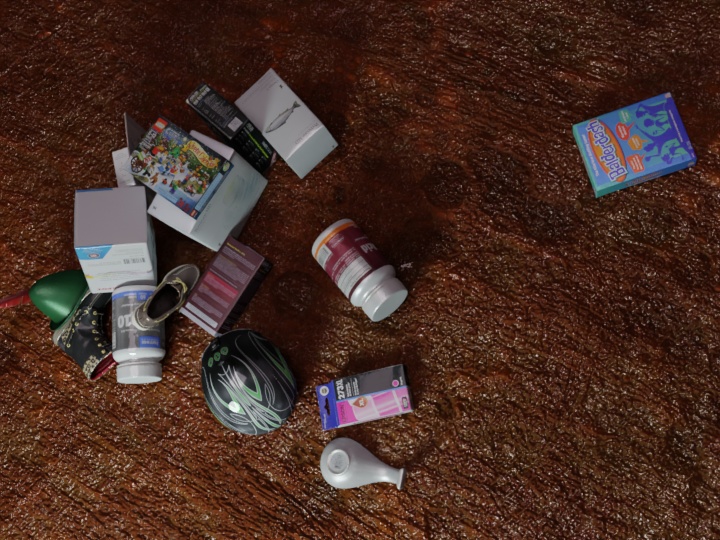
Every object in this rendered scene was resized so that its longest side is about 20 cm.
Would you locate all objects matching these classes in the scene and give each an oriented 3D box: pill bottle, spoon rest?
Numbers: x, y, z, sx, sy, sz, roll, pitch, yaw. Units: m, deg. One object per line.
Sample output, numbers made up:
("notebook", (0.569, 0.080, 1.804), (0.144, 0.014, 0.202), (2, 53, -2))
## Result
("pill bottle", (0.000, 0.000, 1.665), (0.114, 0.114, 0.200), (-42, 70, 3))
("spoon rest", (0.007, 0.395, 1.604), (0.199, 0.061, 0.100), (8, 77, 31))
("pill bottle", (-0.486, 0.142, 1.768), (0.113, 0.114, 0.201), (-10, 74, 13))

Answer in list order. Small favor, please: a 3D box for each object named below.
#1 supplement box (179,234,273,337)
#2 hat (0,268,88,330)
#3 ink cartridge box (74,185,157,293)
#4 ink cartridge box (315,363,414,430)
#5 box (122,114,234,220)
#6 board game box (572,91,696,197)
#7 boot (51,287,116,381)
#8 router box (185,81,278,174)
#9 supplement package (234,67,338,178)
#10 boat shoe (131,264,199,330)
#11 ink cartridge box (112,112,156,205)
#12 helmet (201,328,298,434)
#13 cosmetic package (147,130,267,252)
("supplement box", (-0.293, 0.037, 1.768), (0.109, 0.061, 0.201), (33, 88, 20))
("hat", (-0.720, 0.028, 1.793), (0.165, 0.176, 0.201), (-19, 45, 47))
("ink cartridge box", (-0.524, -0.063, 1.740), (0.146, 0.200, 0.147), (-5, 62, -10))
("ink cartridge box", (0.005, 0.259, 1.643), (0.199, 0.037, 0.095), (-15, 73, 14))
("box", (-0.375, -0.213, 1.651), (0.199, 0.038, 0.137), (33, 88, 21))
("board game box", (0.543, -0.251, 1.609), (0.199, 0.045, 0.153), (-19, 72, 12))
("boot", (-0.593, 0.136, 1.822), (0.200, 0.073, 0.151), (-47, 68, 5))
("router box", (-0.279, -0.310, 1.775), (0.150, 0.200, 0.062), (40, 86, 20))
("supplement package", (-0.163, -0.326, 1.791), (0.117, 0.117, 0.200), (-42, 70, 1))
("boat shoe", (-0.411, 0.051, 1.748), (0.059, 0.200, 0.072), (-22, 110, 47))
("ink cartridge box", (-0.490, -0.232, 1.816), (0.044, 0.200, 0.177), (-17, 72, 8))
("helmet", (-0.225, 0.235, 1.641), (0.200, 0.200, 0.191), (-38, 53, 4))
("cosmetic package", (-0.326, -0.163, 1.753), (0.122, 0.200, 0.200), (26, 85, 20))
